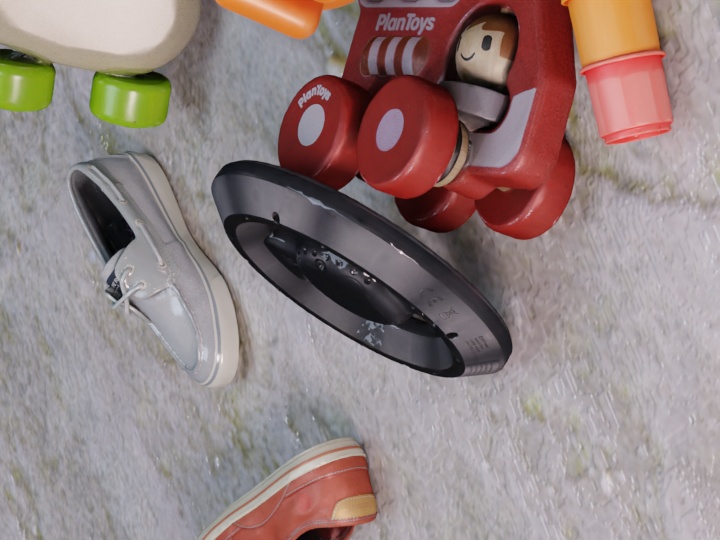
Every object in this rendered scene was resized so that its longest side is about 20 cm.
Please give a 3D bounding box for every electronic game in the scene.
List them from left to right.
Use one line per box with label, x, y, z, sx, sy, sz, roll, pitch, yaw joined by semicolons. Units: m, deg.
electronic game;0.000;0.000;1.478;0.200;0.200;0.042;12;64;55

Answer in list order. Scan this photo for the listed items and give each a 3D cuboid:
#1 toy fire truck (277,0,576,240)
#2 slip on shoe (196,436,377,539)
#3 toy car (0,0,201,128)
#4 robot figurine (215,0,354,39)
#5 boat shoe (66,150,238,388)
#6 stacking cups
toy fire truck;0.050;-0.113;1.446;0.200;0.112;0.169;6;81;56
slip on shoe;-0.053;0.178;1.668;0.200;0.074;0.061;-43;63;44
toy car;-0.192;-0.210;1.788;0.200;0.157;0.165;-107;26;-70
robot figurine;-0.029;-0.233;1.487;0.144;0.116;0.201;68;-152;-51
boat shoe;-0.150;0.002;1.776;0.201;0.071;0.070;61;140;30
stacking cups;0.130;-0.168;1.362;0.060;0.060;0.201;-13;89;56
